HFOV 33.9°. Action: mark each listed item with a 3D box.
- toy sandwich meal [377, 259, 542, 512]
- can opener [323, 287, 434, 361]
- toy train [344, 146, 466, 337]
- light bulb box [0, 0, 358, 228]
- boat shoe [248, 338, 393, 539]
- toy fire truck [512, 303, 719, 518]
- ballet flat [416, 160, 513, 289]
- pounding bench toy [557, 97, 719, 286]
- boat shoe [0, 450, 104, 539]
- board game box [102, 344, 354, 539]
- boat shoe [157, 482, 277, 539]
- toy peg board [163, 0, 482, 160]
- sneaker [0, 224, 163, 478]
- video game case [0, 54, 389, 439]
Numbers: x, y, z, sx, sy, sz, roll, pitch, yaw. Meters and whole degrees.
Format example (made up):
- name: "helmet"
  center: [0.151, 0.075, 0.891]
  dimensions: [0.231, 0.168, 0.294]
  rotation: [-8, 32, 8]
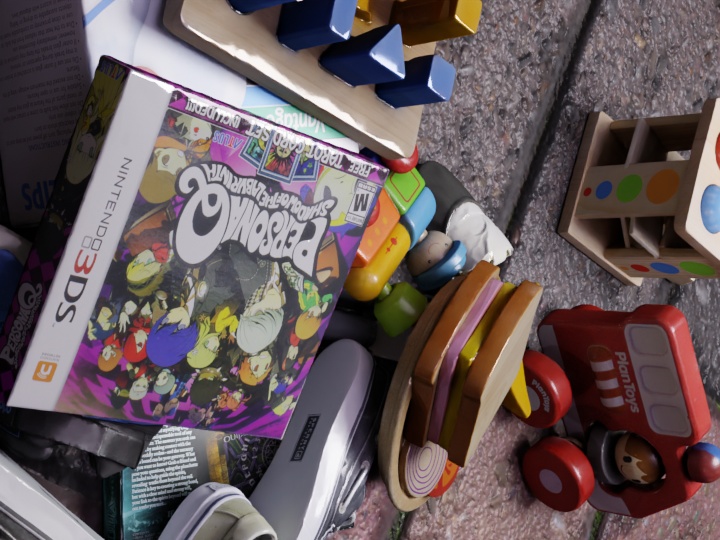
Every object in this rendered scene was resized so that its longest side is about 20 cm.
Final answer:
- name: "toy sandwich meal"
  center: [0.080, 0.086, 0.849]
  dimensions: [0.205, 0.069, 0.208]
  rotation: [-47, 148, -43]
- name: "can opener"
  center: [-0.010, 0.033, 0.875]
  dimensions: [0.198, 0.066, 0.054]
  rotation: [16, 74, -32]
- name: "toy train"
  center: [0.000, 0.000, 0.812]
  dimensions: [0.116, 0.084, 0.201]
  rotation: [50, 42, -14]
- name: "light bulb box"
  center: [-0.116, -0.139, 0.730]
  dimensions: [0.196, 0.124, 0.204]
  rotation: [-11, 97, -41]
- name: "boat shoe"
  center: [-0.028, 0.150, 0.815]
  dimensions: [0.068, 0.071, 0.202]
  rotation: [40, 59, -33]
- name: "toy fire truck"
  center: [0.223, 0.123, 1.007]
  dimensions: [0.111, 0.166, 0.203]
  rotation: [-31, 110, -36]
- name: "ballet flat"
  center: [0.095, 0.007, 0.957]
  dimensions: [0.068, 0.068, 0.203]
  rotation: [-28, 109, -42]
- name: "pounding bench toy"
  center: [0.313, -0.051, 1.094]
  dimensions: [0.199, 0.155, 0.126]
  rotation: [31, 70, -38]
- name: "boat shoe"
  center: [-0.209, 0.148, 0.684]
  dimensions: [0.064, 0.070, 0.200]
  rotation: [-48, 113, -14]
- name: "board game box"
  center: [-0.086, 0.125, 0.823]
  dimensions: [0.198, 0.028, 0.138]
  rotation: [-1, 91, -41]
- name: "boat shoe"
  center: [-0.122, 0.233, 0.746]
  dimensions: [0.072, 0.062, 0.202]
  rotation: [30, 86, -44]
- name: "toy peg board"
  center: [0.009, -0.198, 0.697]
  dimensions: [0.199, 0.097, 0.203]
  rotation: [24, 72, -42]
- name: "sneaker"
  center: [-0.197, 0.047, 0.690]
  dimensions: [0.199, 0.076, 0.112]
  rotation: [35, 80, -25]
- name: "video game case"
  center: [-0.089, -0.002, 0.662]
  dimensions: [0.198, 0.036, 0.184]
  rotation: [16, 99, -46]
